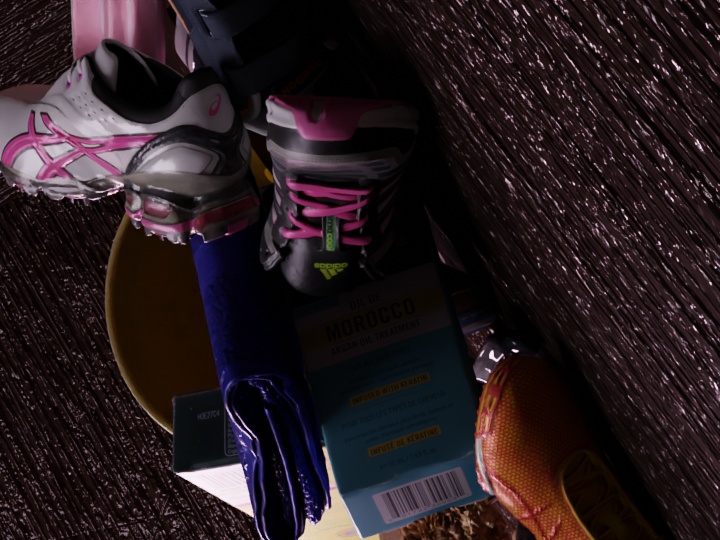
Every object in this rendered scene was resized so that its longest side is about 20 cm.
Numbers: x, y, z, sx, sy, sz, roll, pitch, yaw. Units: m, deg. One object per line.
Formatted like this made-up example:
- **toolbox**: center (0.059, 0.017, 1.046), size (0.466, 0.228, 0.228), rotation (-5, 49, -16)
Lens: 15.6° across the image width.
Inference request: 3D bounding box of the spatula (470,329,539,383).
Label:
- **spatula**: center (0.071, 0.046, 1.410), size (0.056, 0.021, 0.200), rotation (18, 170, -3)

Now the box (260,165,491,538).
- **box**: center (0.011, 0.033, 1.361), size (0.049, 0.082, 0.201), rotation (66, -174, -54)

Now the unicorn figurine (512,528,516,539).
- **unicorn figurine**: center (0.099, 0.126, 1.475), size (0.200, 0.074, 0.137), rotation (41, -178, -15)

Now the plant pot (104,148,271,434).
- **plant pot**: center (-0.040, 0.017, 1.659), size (0.201, 0.200, 0.142), rotation (57, -160, 18)

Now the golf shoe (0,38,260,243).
- **golf shoe**: center (-0.125, -0.079, 1.336), size (0.199, 0.072, 0.093), rotation (16, 120, 44)

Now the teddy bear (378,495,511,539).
- **teddy bear**: center (0.058, 0.206, 1.354), size (0.145, 0.066, 0.201), rotation (107, 154, -56)

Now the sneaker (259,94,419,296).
- **sneaker**: center (-0.012, -0.033, 1.277), size (0.200, 0.073, 0.088), rotation (101, 174, -82)

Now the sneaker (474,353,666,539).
- **sneaker**: center (0.116, 0.120, 1.296), size (0.077, 0.073, 0.201), rotation (12, 139, 46)

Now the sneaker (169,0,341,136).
- **sneaker**: center (-0.052, -0.130, 1.281), size (0.079, 0.078, 0.200), rotation (49, 171, 17)

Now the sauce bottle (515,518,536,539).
- **sauce bottle**: center (0.123, 0.161, 1.400), size (0.201, 0.065, 0.065), rotation (60, 176, -27)

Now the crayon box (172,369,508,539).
- **crayon box**: center (-0.008, 0.113, 1.526), size (0.200, 0.126, 0.051), rotation (40, -137, -57)

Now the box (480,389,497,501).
- **box**: center (0.023, 0.082, 1.788), size (0.201, 0.100, 0.075), rotation (58, 176, 5)

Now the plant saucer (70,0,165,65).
- **plant saucer**: center (-0.131, -0.179, 1.416), size (0.201, 0.050, 0.202), rotation (180, 90, -86)

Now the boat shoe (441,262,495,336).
- **boat shoe**: center (0.000, 0.000, 1.475), size (0.200, 0.072, 0.073), rotation (9, 114, 54)

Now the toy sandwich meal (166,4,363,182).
- **toy sandwich meal**: center (-0.054, -0.111, 1.484), size (0.206, 0.070, 0.205), rotation (58, 176, 6)

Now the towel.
- **towel**: center (-0.055, 0.026, 1.385), size (0.148, 0.049, 0.201), rotation (81, 176, -49)
